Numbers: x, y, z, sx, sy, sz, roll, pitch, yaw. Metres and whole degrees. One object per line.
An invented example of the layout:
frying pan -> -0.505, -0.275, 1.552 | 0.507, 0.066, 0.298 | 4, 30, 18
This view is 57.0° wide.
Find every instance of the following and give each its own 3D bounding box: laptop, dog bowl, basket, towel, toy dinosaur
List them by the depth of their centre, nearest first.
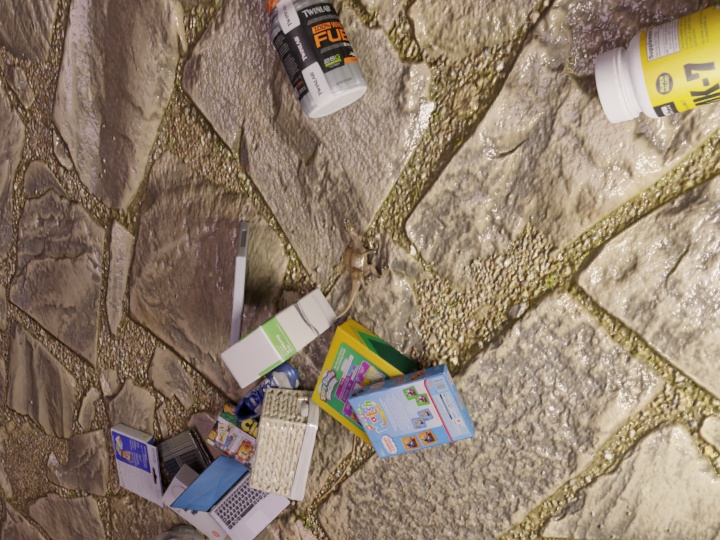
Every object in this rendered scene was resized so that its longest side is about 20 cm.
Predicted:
toy dinosaur -> 0.000, 0.000, 1.276 | 0.100, 0.058, 0.203 | 15, 107, 45
basket -> -0.164, 0.368, 1.425 | 0.121, 0.136, 0.203 | 10, 111, -6
laptop -> -0.309, 0.559, 1.589 | 0.187, 0.116, 0.200 | -45, 83, 11
towel -> -0.457, 0.529, 1.782 | 0.199, 0.034, 0.195 | -29, 87, 40
dog bowl -> -0.494, 0.815, 1.887 | 0.198, 0.058, 0.203 | 12, 112, 30

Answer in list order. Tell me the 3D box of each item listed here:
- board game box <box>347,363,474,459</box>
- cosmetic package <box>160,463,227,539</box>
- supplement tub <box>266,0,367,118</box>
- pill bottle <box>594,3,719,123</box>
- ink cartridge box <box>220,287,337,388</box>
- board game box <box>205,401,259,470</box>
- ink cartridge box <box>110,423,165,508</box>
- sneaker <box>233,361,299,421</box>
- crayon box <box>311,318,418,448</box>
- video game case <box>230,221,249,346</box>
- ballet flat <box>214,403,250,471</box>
board game box -> 0.096, 0.270, 1.255 | 0.198, 0.037, 0.153 | -19, 111, 20
cosmetic package -> -0.412, 0.611, 1.727 | 0.199, 0.052, 0.151 | 36, 133, 1
supplement tub -> -0.079, -0.378, 1.140 | 0.122, 0.122, 0.202 | -23, 94, 37
pill bottle -> 0.415, -0.264, 0.853 | 0.198, 0.114, 0.116 | -11, 100, 37
ink cartridge box -> -0.158, 0.132, 1.329 | 0.145, 0.200, 0.085 | -35, 89, 37
board game box -> -0.255, 0.403, 1.552 | 0.198, 0.023, 0.106 | 28, 84, 13
ink cartridge box -> -0.621, 0.554, 1.890 | 0.198, 0.047, 0.201 | 9, 110, 30
sneaker -> -0.211, 0.281, 1.487 | 0.075, 0.088, 0.200 | 49, 125, 11
crayon box -> 0.004, 0.227, 1.341 | 0.172, 0.058, 0.202 | 34, 122, 21
video game case -> -0.250, 0.025, 1.382 | 0.022, 0.183, 0.203 | 5, 115, -9
ballet flat -> -0.276, 0.403, 1.591 | 0.067, 0.068, 0.200 | -45, 81, 19
